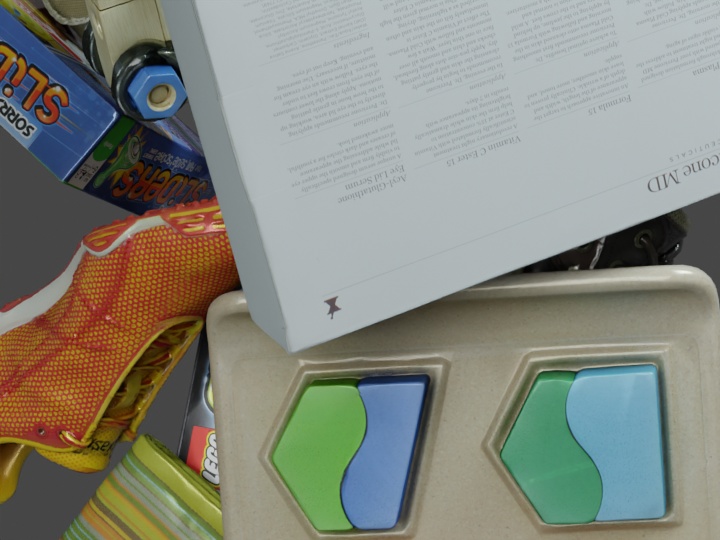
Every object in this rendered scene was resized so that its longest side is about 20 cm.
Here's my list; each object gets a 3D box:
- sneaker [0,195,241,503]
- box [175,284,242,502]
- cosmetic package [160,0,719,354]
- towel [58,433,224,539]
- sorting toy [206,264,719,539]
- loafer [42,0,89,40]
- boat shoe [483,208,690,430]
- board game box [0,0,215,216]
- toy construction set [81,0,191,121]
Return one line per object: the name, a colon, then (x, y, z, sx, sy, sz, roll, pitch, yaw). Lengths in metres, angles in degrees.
sneaker: (-0.093, 0.030, 1.140, 0.200, 0.073, 0.077, -36, 72, 37)
box: (0.000, 0.000, 1.152, 0.110, 0.035, 0.200, 10, 84, 17)
cosmetic package: (0.041, -0.077, 1.023, 0.200, 0.052, 0.151, -20, 109, -14)
towel: (-0.110, 0.163, 1.148, 0.086, 0.018, 0.200, 42, 103, 16)
sorting toy: (0.041, 0.101, 1.078, 0.185, 0.036, 0.200, -3, 101, 8)
loafer: (-0.113, -0.183, 1.142, 0.076, 0.068, 0.200, -5, 90, 46)
boat shoe: (0.089, -0.022, 1.109, 0.065, 0.073, 0.200, 7, 87, 17)
board game box: (-0.146, -0.098, 1.158, 0.200, 0.135, 0.034, 42, 96, 19)
toy construction set: (-0.037, -0.118, 1.063, 0.131, 0.092, 0.200, -21, 112, -12)
